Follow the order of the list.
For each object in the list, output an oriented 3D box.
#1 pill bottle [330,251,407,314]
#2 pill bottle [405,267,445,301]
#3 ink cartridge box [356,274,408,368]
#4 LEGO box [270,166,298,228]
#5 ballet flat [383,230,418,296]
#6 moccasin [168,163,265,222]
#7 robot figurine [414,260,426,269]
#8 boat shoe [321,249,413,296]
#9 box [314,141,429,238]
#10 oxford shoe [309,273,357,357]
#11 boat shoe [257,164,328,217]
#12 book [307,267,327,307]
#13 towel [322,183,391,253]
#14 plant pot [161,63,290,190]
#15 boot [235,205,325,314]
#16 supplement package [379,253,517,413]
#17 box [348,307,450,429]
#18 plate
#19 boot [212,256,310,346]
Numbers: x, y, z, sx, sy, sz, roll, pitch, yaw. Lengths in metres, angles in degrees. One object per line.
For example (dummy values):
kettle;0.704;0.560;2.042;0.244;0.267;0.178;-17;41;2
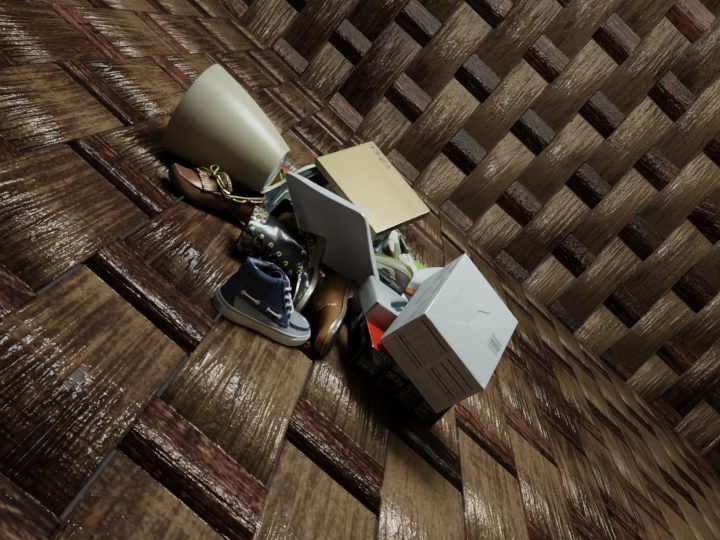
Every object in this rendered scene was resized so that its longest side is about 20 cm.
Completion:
pill bottle;0.018;0.026;1.624;0.116;0.117;0.201;30;20;-40
pill bottle;0.150;0.105;1.607;0.113;0.110;0.205;-67;152;-75
ink cartridge box;0.088;0.115;1.382;0.199;0.044;0.174;36;17;-25
LEGO box;-0.109;-0.122;1.767;0.199;0.077;0.150;29;21;-43
ballet flat;0.077;-0.026;1.689;0.074;0.074;0.202;25;29;-49
moccasin;-0.254;-0.148;1.446;0.199;0.078;0.074;25;25;-39
robot figurine;0.091;0.028;1.813;0.176;0.116;0.199;46;14;30
boat shoe;0.001;0.001;1.524;0.197;0.067;0.072;14;-32;21
box;0.024;-0.163;1.590;0.162;0.021;0.201;-23;67;-40
oxford shoe;-0.059;0.074;1.381;0.070;0.072;0.201;22;32;-4
boat shoe;-0.134;-0.142;1.579;0.068;0.198;0.072;50;-21;26
book;-0.109;-0.006;1.520;0.200;0.048;0.133;47;14;5
towel;-0.015;-0.106;1.626;0.162;0.087;0.201;15;43;12
plant pot;-0.236;-0.246;1.511;0.198;0.189;0.187;36;15;-2
boot;-0.143;-0.018;1.381;0.149;0.073;0.202;29;43;-15
supplement package;0.151;0.101;1.338;0.157;0.110;0.200;51;39;-7
box;0.076;0.161;1.471;0.199;0.086;0.164;40;16;-14
plate;-0.042;-0.070;1.442;0.198;0.032;0.202;30;-32;33
boot;-0.126;0.049;1.233;0.199;0.091;0.073;25;22;-50
